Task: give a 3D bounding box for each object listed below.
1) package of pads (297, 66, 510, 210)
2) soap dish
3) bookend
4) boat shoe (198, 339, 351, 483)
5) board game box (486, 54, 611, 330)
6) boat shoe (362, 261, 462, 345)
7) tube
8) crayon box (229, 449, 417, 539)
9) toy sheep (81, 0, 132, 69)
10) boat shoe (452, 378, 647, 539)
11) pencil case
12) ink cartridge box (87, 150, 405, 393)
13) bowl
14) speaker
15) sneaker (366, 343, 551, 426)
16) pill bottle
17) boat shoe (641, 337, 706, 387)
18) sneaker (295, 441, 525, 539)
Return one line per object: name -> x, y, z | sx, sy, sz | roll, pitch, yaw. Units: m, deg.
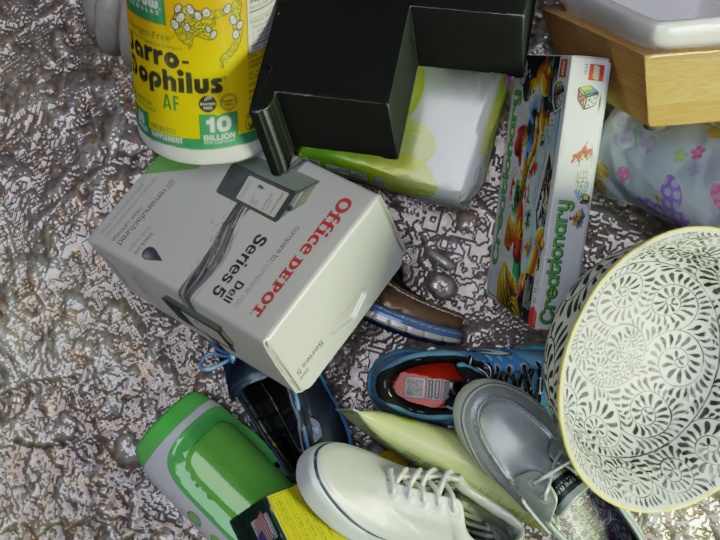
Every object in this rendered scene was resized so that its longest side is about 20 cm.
package of pads -> 0.050, -0.164, 0.955 | 0.153, 0.068, 0.202 | 17, 88, 8
soap dish -> 0.244, -0.169, 0.864 | 0.155, 0.200, 0.082 | -6, 113, -10
bookend -> 0.041, -0.168, 0.844 | 0.198, 0.092, 0.201 | 7, 66, 11
boat shoe -> -0.077, 0.081, 0.938 | 0.201, 0.068, 0.084 | 52, 124, 8
board game box -> 0.142, -0.065, 0.887 | 0.034, 0.126, 0.202 | 5, 99, -11
boat shoe -> 0.000, 0.000, 0.947 | 0.198, 0.072, 0.073 | 23, 85, 8
tube -> 0.076, 0.149, 0.914 | 0.198, 0.052, 0.058 | 24, 128, -7
crayon box -> 0.004, 0.217, 0.885 | 0.051, 0.199, 0.128 | -38, 72, 34
toy sheep -> -0.161, -0.225, 0.951 | 0.198, 0.138, 0.139 | 15, 88, 3
boat shoe -> 0.152, 0.161, 0.862 | 0.070, 0.071, 0.201 | -44, 99, -10
pencil case -> 0.267, -0.061, 0.873 | 0.200, 0.083, 0.091 | 39, 107, 41
ink cartridge box -> -0.088, -0.019, 0.890 | 0.199, 0.084, 0.146 | 26, 69, 31
bowl -> 0.201, 0.060, 0.816 | 0.199, 0.094, 0.203 | -6, 105, -22
speaker -> -0.091, 0.194, 0.938 | 0.200, 0.088, 0.089 | 44, 92, 7
sneaker -> 0.101, 0.099, 0.920 | 0.198, 0.090, 0.079 | -2, 86, 6
pill bottle -> -0.115, -0.190, 0.837 | 0.111, 0.113, 0.202 | 8, 125, 7
boat shoe -> 0.289, 0.043, 0.910 | 0.201, 0.086, 0.075 | -36, 60, 6
sneaker -> 0.042, 0.171, 0.862 | 0.071, 0.199, 0.074 | -38, 40, 33
